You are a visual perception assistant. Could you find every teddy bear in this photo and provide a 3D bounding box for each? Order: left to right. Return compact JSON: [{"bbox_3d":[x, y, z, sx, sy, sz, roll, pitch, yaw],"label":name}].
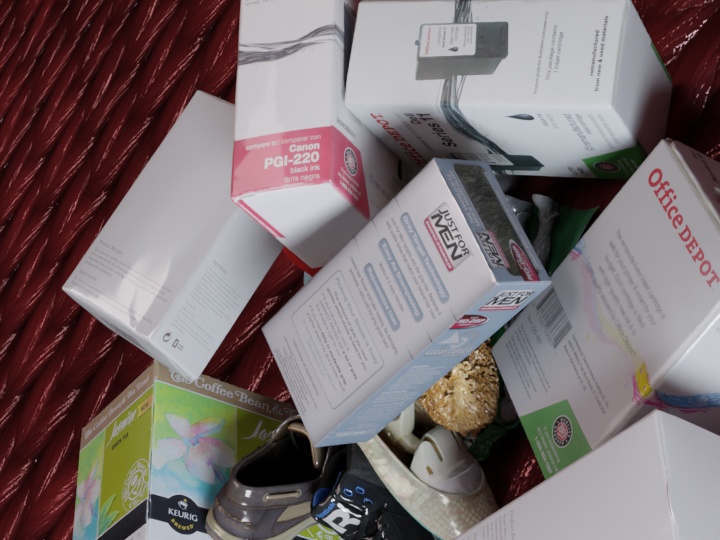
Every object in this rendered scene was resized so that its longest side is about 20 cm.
[{"bbox_3d":[0.056,0.018,1.190,0.145,0.066,0.202,161,112,-74],"label":"teddy bear"}]

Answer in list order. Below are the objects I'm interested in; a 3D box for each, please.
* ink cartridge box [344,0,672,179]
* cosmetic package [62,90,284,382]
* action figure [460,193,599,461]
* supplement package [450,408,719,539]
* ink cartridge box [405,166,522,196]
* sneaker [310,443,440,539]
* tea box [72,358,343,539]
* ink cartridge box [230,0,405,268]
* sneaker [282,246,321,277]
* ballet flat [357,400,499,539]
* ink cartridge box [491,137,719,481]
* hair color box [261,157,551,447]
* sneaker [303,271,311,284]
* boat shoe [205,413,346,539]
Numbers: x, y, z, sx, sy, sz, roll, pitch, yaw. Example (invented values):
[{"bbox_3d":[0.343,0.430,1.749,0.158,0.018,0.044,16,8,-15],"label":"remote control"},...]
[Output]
[{"bbox_3d":[0.106,-0.127,1.167,0.198,0.146,0.084,4,75,25],"label":"ink cartridge box"},{"bbox_3d":[-0.129,-0.031,1.307,0.112,0.081,0.201,28,77,34],"label":"cosmetic package"},{"bbox_3d":[0.109,0.044,1.234,0.118,0.054,0.202,1,76,56],"label":"action figure"},{"bbox_3d":[0.157,0.193,0.985,0.200,0.119,0.122,-40,39,40],"label":"supplement package"},{"bbox_3d":[0.038,-0.118,1.340,0.199,0.083,0.146,36,105,30],"label":"ink cartridge box"},{"bbox_3d":[0.014,0.211,1.217,0.073,0.111,0.201,-45,37,37],"label":"sneaker"},{"bbox_3d":[-0.119,0.210,1.348,0.134,0.199,0.198,-41,40,39],"label":"tea box"},{"bbox_3d":[-0.027,-0.124,1.220,0.084,0.146,0.202,-9,67,21],"label":"ink cartridge box"},{"bbox_3d":[0.000,0.000,1.324,0.199,0.085,0.078,32,113,28],"label":"sneaker"},{"bbox_3d":[0.035,0.123,1.203,0.200,0.067,0.063,43,137,23],"label":"ballet flat"},{"bbox_3d":[0.190,0.039,1.064,0.201,0.087,0.146,-55,32,27],"label":"ink cartridge box"},{"bbox_3d":[0.026,0.024,1.109,0.200,0.060,0.100,-44,61,35],"label":"hair color box"},{"bbox_3d":[0.003,0.058,1.398,0.201,0.073,0.082,-114,24,-46],"label":"sneaker"},{"bbox_3d":[-0.038,0.154,1.287,0.074,0.200,0.074,31,126,20],"label":"boat shoe"}]
